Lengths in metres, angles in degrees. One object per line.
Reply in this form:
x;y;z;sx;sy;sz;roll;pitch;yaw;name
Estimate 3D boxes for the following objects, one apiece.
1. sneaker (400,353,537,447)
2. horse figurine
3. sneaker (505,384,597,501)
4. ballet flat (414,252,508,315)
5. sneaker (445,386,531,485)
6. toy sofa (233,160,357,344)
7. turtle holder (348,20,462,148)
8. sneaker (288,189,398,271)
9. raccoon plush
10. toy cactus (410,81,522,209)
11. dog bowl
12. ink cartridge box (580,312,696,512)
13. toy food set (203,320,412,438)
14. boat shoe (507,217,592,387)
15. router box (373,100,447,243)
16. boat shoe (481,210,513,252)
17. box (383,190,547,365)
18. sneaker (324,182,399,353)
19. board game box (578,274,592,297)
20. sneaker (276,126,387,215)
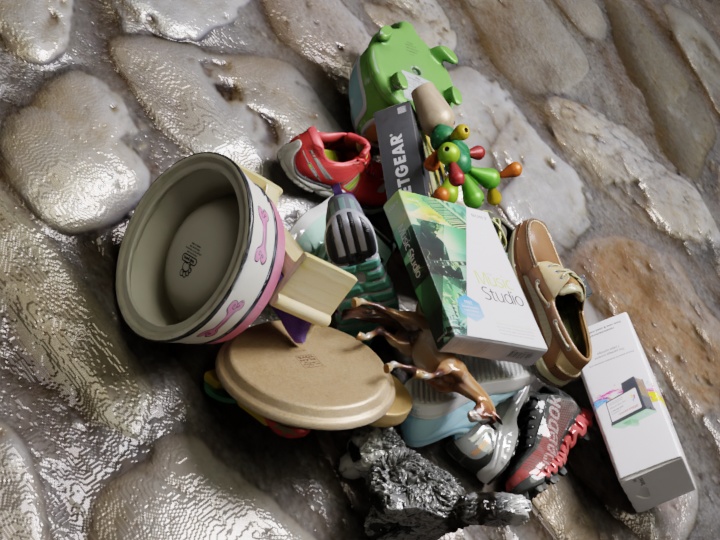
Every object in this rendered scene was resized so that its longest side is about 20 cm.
0.119;0.143;1.503;0.198;0.083;0.074;-14;41;-33;sneaker
0.060;0.087;1.424;0.132;0.050;0.200;14;22;-42;horse figurine
0.208;0.201;1.584;0.098;0.071;0.200;47;38;1;sneaker
0.142;0.031;1.623;0.198;0.063;0.069;-19;64;-29;ballet flat
0.150;0.154;1.574;0.079;0.074;0.201;30;43;-10;sneaker
-0.099;-0.018;1.421;0.082;0.098;0.200;27;17;-45;toy sofa
0.039;-0.248;1.760;0.140;0.132;0.187;-12;65;-44;turtle holder
-0.028;-0.014;1.551;0.118;0.074;0.200;42;38;5;sneaker
0.074;0.216;1.417;0.197;0.097;0.135;4;52;-8;raccoon plush
0.116;-0.156;1.635;0.167;0.102;0.200;64;21;10;toy cactus
-0.159;-0.014;1.362;0.073;0.199;0.202;26;42;-45;dog bowl
0.337;0.178;1.654;0.145;0.083;0.202;51;21;-58;ink cartridge box
-0.057;0.113;1.393;0.197;0.049;0.199;32;32;33;toy food set
0.226;0.031;1.527;0.075;0.074;0.202;11;59;-39;boat shoe
0.077;-0.084;1.658;0.158;0.052;0.202;55;22;-52;router box
0.156;-0.044;1.677;0.201;0.060;0.073;22;54;-70;boat shoe
0.115;0.007;1.475;0.143;0.036;0.201;11;45;-39;box
0.000;0.000;1.506;0.073;0.202;0.088;-9;37;-2;sneaker
0.177;0.064;1.617;0.199;0.135;0.028;-17;77;-47;board game box
-0.010;-0.127;1.648;0.199;0.085;0.078;12;49;-46;sneaker
